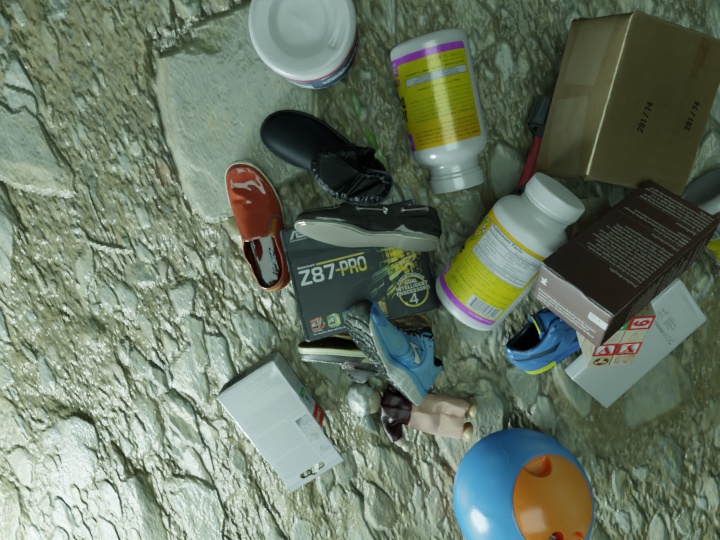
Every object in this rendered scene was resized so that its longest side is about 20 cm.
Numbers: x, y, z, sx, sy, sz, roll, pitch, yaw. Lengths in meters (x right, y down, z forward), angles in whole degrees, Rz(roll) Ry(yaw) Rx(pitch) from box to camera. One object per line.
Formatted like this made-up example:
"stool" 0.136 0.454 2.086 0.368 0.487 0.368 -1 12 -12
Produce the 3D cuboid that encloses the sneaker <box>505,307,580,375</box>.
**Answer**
"sneaker" 0.301 0.075 0.849 0.200 0.066 0.078 -39 129 11

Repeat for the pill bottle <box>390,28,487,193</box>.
"pill bottle" 0.111 -0.209 0.781 0.104 0.104 0.201 -13 102 4

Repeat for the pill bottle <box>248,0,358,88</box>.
"pill bottle" -0.061 -0.289 0.717 0.119 0.200 0.120 0 103 1

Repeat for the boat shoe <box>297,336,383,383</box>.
"boat shoe" 0.004 0.139 0.879 0.200 0.072 0.066 2 98 -1

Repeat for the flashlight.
"flashlight" 0.237 -0.140 0.818 0.067 0.068 0.201 11 101 -27

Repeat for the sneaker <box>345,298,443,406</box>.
"sneaker" 0.053 0.098 0.798 0.090 0.078 0.200 -44 130 -10

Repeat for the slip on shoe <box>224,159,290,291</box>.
"slip on shoe" -0.147 -0.063 0.843 0.074 0.061 0.201 -13 101 6

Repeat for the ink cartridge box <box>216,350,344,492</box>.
"ink cartridge box" -0.121 0.239 0.918 0.109 0.050 0.200 -33 101 8

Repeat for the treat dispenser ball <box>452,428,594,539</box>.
"treat dispenser ball" 0.237 0.337 0.854 0.200 0.201 0.202 0 103 1

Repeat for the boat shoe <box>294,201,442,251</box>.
"boat shoe" 0.012 -0.066 0.781 0.199 0.067 0.057 7 68 -10

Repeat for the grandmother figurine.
"grandmother figurine" 0.076 0.220 0.907 0.199 0.061 0.122 13 75 1

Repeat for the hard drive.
"hard drive" 0.409 0.110 0.858 0.200 0.027 0.132 -46 128 10

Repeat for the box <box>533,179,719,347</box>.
"box" 0.312 -0.012 0.684 0.200 0.100 0.075 -33 145 -20

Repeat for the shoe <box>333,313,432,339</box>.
"shoe" 0.006 0.073 0.872 0.199 0.053 0.070 14 84 -2

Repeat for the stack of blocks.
"stack of blocks" 0.320 0.013 0.782 0.058 0.201 0.115 -4 142 4

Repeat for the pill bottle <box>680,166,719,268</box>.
"pill bottle" 0.543 -0.044 0.806 0.109 0.109 0.200 -43 99 10

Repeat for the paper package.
"paper package" 0.347 -0.207 0.749 0.190 0.103 0.201 4 104 -25

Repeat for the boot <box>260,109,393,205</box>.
"boot" -0.049 -0.154 0.765 0.200 0.168 0.077 27 101 -5

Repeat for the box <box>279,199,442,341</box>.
"box" 0.000 0.000 0.826 0.199 0.049 0.162 -13 86 -7

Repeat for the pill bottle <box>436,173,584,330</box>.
"pill bottle" 0.192 -0.024 0.749 0.104 0.104 0.200 32 119 -6
